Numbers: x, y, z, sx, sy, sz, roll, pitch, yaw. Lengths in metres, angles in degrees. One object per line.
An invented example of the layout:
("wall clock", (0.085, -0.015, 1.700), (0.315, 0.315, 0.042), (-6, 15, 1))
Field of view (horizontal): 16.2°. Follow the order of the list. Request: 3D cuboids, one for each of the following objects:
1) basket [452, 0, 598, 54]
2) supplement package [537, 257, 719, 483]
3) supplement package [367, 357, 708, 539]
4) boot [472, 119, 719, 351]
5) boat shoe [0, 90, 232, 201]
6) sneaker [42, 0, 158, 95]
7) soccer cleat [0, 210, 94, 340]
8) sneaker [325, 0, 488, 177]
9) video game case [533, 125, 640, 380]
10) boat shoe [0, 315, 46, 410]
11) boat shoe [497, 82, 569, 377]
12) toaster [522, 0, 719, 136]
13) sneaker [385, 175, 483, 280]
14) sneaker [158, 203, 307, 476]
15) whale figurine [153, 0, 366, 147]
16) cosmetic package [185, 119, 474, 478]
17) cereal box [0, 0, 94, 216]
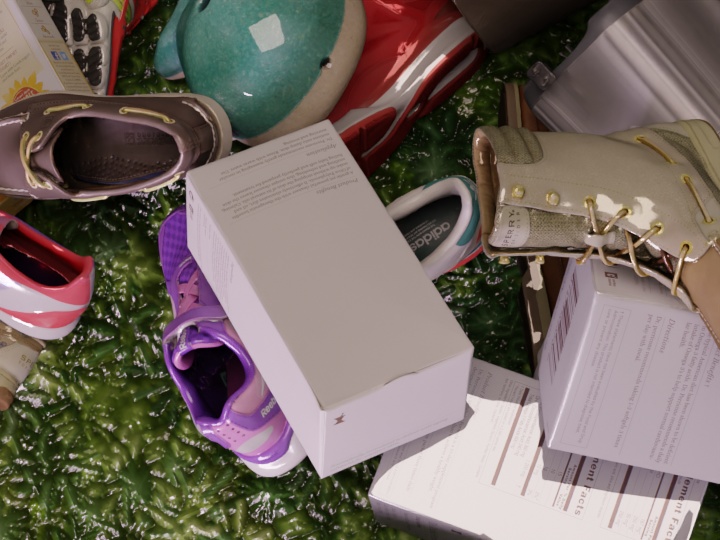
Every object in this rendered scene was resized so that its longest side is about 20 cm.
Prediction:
("basket", (0.139, -0.243, 1.658), (0.200, 0.180, 0.136), (-35, 38, 9))
("supplement package", (0.221, 0.053, 1.557), (0.199, 0.117, 0.117), (12, 117, -6))
("supplement package", (0.118, 0.138, 1.635), (0.199, 0.114, 0.110), (19, 78, 9))
("boot", (0.151, -0.017, 1.456), (0.154, 0.072, 0.200), (1, 40, -15))
("boat shoe", (-0.183, -0.078, 1.636), (0.199, 0.060, 0.072), (-2, 102, 25))
("sneaker", (-0.176, -0.173, 1.749), (0.077, 0.085, 0.201), (15, 98, 34))
("soccer cleat", (-0.268, -0.024, 1.673), (0.200, 0.073, 0.068), (27, 51, -8))
("sneaker", (-0.018, -0.131, 1.737), (0.200, 0.078, 0.116), (-38, 69, -17))
("video game case", (0.226, 0.017, 1.619), (0.181, 0.022, 0.200), (14, 121, -7))
("boat shoe", (-0.309, 0.020, 1.719), (0.200, 0.073, 0.063), (33, 75, 0))
("boat shoe", (0.134, -0.030, 1.700), (0.068, 0.072, 0.201), (-8, 86, -2))
("toaster", (0.197, -0.113, 1.655), (0.129, 0.200, 0.114), (48, 119, 7))
("sneaker", (0.001, 0.000, 1.685), (0.200, 0.093, 0.070), (-35, 77, -3))
("sneaker", (-0.094, 0.037, 1.657), (0.080, 0.088, 0.201), (-36, 59, 27))
("whale figurine", (-0.085, -0.158, 1.684), (0.200, 0.104, 0.159), (23, 84, 54))
("cosmetic package", (-0.022, 0.015, 1.580), (0.107, 0.085, 0.200), (-20, 59, -17))
("cereal box", (-0.270, -0.138, 1.734), (0.144, 0.039, 0.200), (-36, 75, 27))
